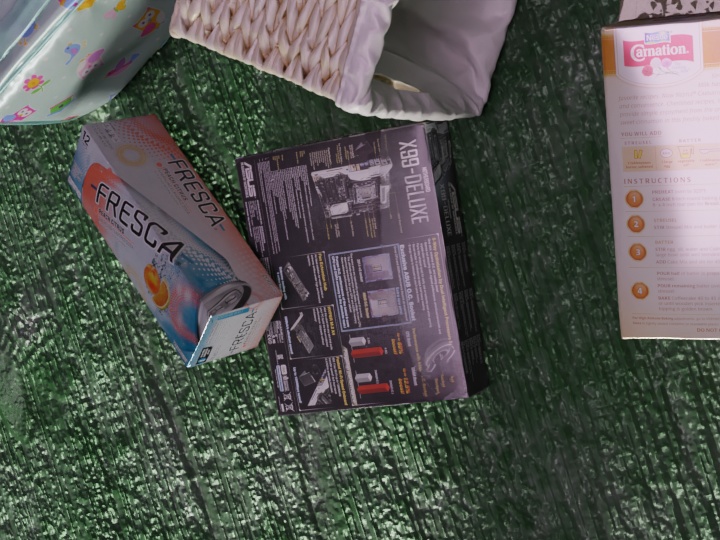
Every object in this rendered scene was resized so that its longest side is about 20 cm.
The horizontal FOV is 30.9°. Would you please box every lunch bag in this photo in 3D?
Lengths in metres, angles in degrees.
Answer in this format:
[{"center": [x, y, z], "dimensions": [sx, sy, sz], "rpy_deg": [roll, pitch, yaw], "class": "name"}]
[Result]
[{"center": [-0.211, -0.196, 0.972], "dimensions": [0.200, 0.160, 0.077], "rpy_deg": [-42, 79, 24], "class": "lunch bag"}]

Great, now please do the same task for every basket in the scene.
[{"center": [0.006, -0.216, 0.848], "dimensions": [0.161, 0.198, 0.200], "rpy_deg": [24, 106, 23], "class": "basket"}]

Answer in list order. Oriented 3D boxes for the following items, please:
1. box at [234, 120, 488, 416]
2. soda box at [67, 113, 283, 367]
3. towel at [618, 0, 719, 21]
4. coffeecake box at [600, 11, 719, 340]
[{"center": [0.000, 0.000, 0.957], "dimensions": [0.157, 0.050, 0.201], "rpy_deg": [-9, 92, 25], "class": "box"}, {"center": [-0.143, -0.027, 0.980], "dimensions": [0.200, 0.068, 0.064], "rpy_deg": [52, 137, 25], "class": "soda box"}, {"center": [0.263, -0.243, 0.820], "dimensions": [0.199, 0.035, 0.193], "rpy_deg": [7, 102, 22], "class": "towel"}, {"center": [0.239, -0.061, 0.812], "dimensions": [0.153, 0.073, 0.201], "rpy_deg": [0, 104, 25], "class": "coffeecake box"}]
